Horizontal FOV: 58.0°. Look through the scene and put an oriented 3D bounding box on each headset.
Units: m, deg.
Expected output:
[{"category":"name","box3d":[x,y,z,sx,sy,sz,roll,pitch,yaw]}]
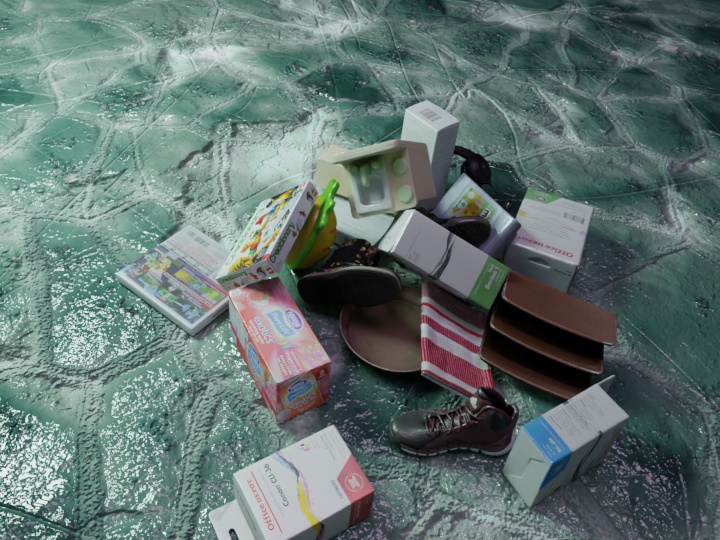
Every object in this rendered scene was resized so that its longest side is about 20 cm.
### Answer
[{"category":"headset","box3d":[0.233,-0.179,1.381,0.197,0.125,0.094,31,49,14]}]

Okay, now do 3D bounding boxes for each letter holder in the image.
[{"category":"letter holder","box3d":[0.308,0.113,1.072,0.195,0.102,0.143,23,40,7]}]

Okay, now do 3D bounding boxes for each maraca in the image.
[{"category":"maraca","box3d":[-0.089,-0.082,1.184,0.105,0.200,0.140,22,50,-19]}]

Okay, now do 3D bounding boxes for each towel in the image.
[{"category":"towel","box3d":[0.160,0.119,1.080,0.141,0.023,0.203,28,39,-18]}]

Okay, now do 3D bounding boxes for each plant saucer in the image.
[{"category":"plant saucer","box3d":[0.059,0.104,1.120,0.194,0.035,0.203,5,42,-4]}]

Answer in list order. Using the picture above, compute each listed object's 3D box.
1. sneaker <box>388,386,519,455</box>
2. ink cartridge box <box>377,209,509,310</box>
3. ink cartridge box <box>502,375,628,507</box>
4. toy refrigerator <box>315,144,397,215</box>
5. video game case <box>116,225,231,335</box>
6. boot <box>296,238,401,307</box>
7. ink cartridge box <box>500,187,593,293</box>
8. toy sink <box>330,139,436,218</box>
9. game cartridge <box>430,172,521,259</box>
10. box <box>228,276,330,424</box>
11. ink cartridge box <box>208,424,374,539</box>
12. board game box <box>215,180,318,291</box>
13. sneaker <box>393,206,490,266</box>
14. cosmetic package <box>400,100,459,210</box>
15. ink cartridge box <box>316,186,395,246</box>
[{"category":"sneaker","box3d":[0.141,0.211,0.957,0.193,0.118,0.077,2,42,-7]},{"category":"ink cartridge box","box3d":[0.139,-0.022,1.131,0.197,0.086,0.146,31,0,-9]},{"category":"ink cartridge box","box3d":[0.311,0.245,0.945,0.196,0.118,0.067,-20,48,-26]},{"category":"toy refrigerator","box3d":[0.011,-0.183,1.334,0.195,0.071,0.076,21,38,10]},{"category":"video game case","box3d":[-0.306,0.011,1.176,0.197,0.023,0.182,31,48,21]},{"category":"boot","box3d":[0.000,0.000,1.152,0.195,0.075,0.151,-7,23,30]},{"category":"ink cartridge box","box3d":[0.373,-0.061,1.299,0.142,0.089,0.201,19,43,14]},{"category":"toy sink","box3d":[0.046,-0.161,1.167,0.127,0.116,0.199,-10,4,21]},{"category":"game cartridge","box3d":[0.216,-0.093,1.284,0.040,0.135,0.201,24,20,-39]},{"category":"box","box3d":[-0.131,0.120,1.026,0.092,0.105,0.201,-17,47,-24]},{"category":"ink cartridge box","box3d":[-0.093,0.306,0.859,0.196,0.069,0.117,-21,49,-27]},{"category":"board game box","box3d":[-0.154,-0.060,1.092,0.124,0.035,0.203,-19,35,35]},{"category":"sneaker","box3d":[0.155,-0.084,1.256,0.195,0.077,0.116,-18,39,24]},{"category":"cosmetic package","box3d":[0.136,-0.236,1.366,0.073,0.204,0.101,-26,52,-31]},{"category":"ink cartridge box","box3d":[-0.012,-0.125,1.347,0.196,0.041,0.200,26,45,17]}]
